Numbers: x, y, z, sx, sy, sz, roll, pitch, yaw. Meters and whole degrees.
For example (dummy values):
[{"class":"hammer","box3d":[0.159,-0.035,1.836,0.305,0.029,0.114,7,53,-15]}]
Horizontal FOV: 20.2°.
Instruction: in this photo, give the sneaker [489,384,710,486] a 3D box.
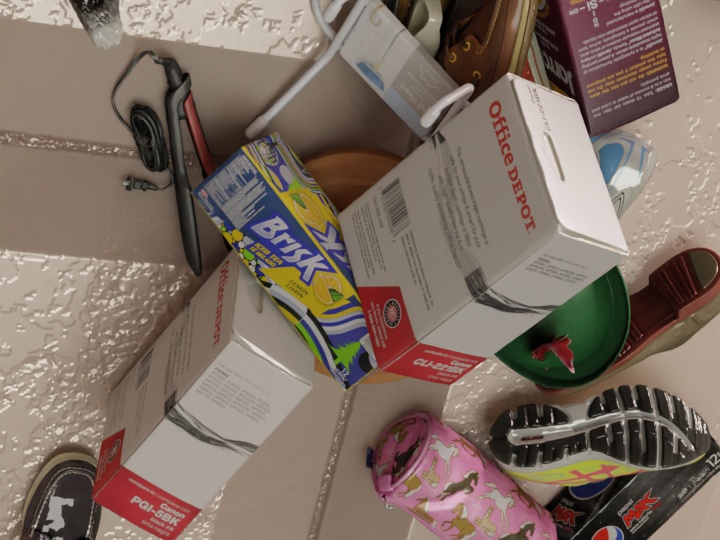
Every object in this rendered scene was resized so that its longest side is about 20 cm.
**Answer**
[{"class":"sneaker","box3d":[0.217,0.157,1.836,0.198,0.079,0.090,-1,154,4]}]

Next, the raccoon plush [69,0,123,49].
[{"class":"raccoon plush","box3d":[-0.184,-0.283,1.490,0.133,0.097,0.201,-30,129,-11]}]

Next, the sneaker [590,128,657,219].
[{"class":"sneaker","box3d":[0.190,-0.034,1.757,0.072,0.072,0.201,26,115,7]}]

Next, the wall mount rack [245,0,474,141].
[{"class":"wall mount rack","box3d":[0.001,-0.128,1.590,0.074,0.200,0.174,-34,167,-39]}]

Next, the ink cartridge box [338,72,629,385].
[{"class":"ink cartridge box","box3d":[0.089,-0.028,1.515,0.083,0.145,0.200,14,139,-40]}]

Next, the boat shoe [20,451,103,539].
[{"class":"boat shoe","box3d":[-0.263,0.253,1.736,0.071,0.065,0.201,14,109,-23]}]

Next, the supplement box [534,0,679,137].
[{"class":"supplement box","box3d":[0.179,-0.225,1.622,0.085,0.110,0.201,-23,120,-9]}]

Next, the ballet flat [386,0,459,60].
[{"class":"ballet flat","box3d":[0.061,-0.225,1.607,0.068,0.068,0.201,8,112,-20]}]

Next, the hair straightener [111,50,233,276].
[{"class":"hair straightener","box3d":[-0.154,-0.083,1.620,0.076,0.041,0.201,-19,120,-9]}]

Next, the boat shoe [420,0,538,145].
[{"class":"boat shoe","box3d":[0.094,-0.163,1.580,0.067,0.072,0.201,15,125,1]}]

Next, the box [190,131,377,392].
[{"class":"box","box3d":[-0.039,-0.008,1.592,0.064,0.070,0.200,-38,87,26]}]

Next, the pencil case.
[{"class":"pencil case","box3d":[0.095,0.211,1.829,0.086,0.083,0.200,-37,124,22]}]

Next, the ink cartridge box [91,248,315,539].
[{"class":"ink cartridge box","box3d":[-0.123,0.097,1.628,0.083,0.147,0.200,32,118,-19]}]

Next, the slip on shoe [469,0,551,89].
[{"class":"slip on shoe","box3d":[0.129,-0.129,1.675,0.061,0.074,0.201,-28,116,-13]}]

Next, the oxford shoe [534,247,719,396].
[{"class":"oxford shoe","box3d":[0.250,0.062,1.818,0.199,0.071,0.075,-31,140,7]}]

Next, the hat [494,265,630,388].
[{"class":"hat","box3d":[0.114,0.048,1.657,0.176,0.166,0.200,-34,163,-45]}]

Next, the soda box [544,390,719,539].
[{"class":"soda box","box3d":[0.245,0.212,1.892,0.200,0.063,0.071,-45,120,6]}]

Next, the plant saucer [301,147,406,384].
[{"class":"plant saucer","box3d":[0.000,0.000,1.665,0.199,0.032,0.202,4,110,11]}]
